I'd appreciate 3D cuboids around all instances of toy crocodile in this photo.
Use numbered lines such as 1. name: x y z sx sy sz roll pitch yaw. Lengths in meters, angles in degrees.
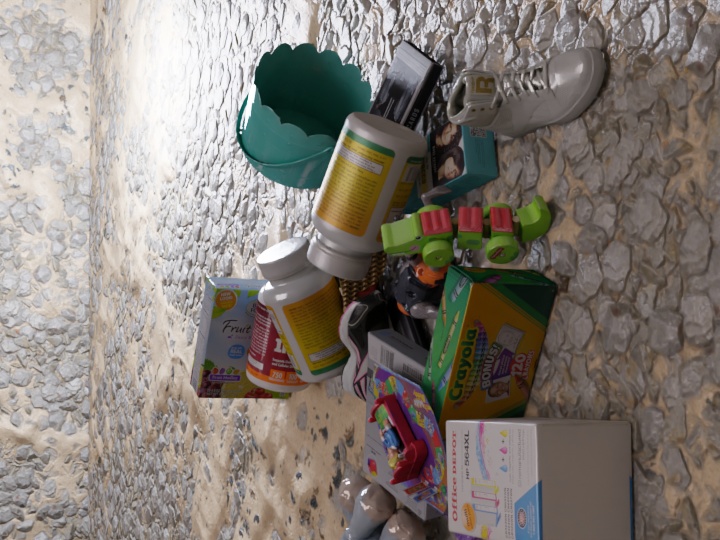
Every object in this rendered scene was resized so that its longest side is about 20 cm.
1. toy crocodile: 0.123 -0.049 1.326 0.062 0.198 0.068 83 -175 -55

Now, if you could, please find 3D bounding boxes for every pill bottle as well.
1. pill bottle: 0.002 -0.095 1.483 0.113 0.112 0.201 47 121 55
2. pill bottle: -0.079 0.057 1.696 0.113 0.112 0.201 16 133 63
3. pill bottle: -0.120 0.089 1.860 0.113 0.112 0.201 36 120 59

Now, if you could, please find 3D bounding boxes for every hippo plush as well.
1. hippo plush: -0.016 0.382 1.516 0.160 0.161 0.200 58 153 -14

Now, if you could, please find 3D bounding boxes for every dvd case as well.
1. dvd case: 0.045 -0.214 1.589 0.201 0.025 0.150 -64 22 15

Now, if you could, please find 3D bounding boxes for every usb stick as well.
1. usb stick: 0.075 0.107 1.561 0.056 0.032 0.201 111 149 -47

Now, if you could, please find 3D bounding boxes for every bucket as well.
1. bucket: -0.089 -0.235 1.746 0.135 0.206 0.208 117 145 -46

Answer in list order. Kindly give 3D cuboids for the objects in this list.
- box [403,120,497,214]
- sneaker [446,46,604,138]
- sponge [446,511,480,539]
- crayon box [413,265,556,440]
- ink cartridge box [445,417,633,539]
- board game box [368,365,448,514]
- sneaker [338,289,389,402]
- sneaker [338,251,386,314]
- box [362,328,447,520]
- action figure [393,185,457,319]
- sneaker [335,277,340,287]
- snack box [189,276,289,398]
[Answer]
1. box: 0.106 -0.137 1.503 0.200 0.049 0.083 -26 65 61
2. sneaker: 0.179 -0.204 1.294 0.200 0.115 0.074 -28 61 58
3. sponge: 0.121 0.237 1.426 0.201 0.030 0.112 64 144 27
4. crayon box: 0.145 0.097 1.326 0.058 0.118 0.201 41 123 57
5. ink cartridge box: 0.183 0.226 1.230 0.200 0.124 0.130 -13 76 62
6. board game box: 0.043 0.206 1.363 0.200 0.039 0.159 -161 59 -65
7. sneaker: 0.027 0.117 1.599 0.086 0.080 0.201 38 147 34
8. sneaker: 0.000 0.000 1.638 0.090 0.074 0.201 -97 8 -57
9. box: 0.060 0.194 1.448 0.156 0.041 0.201 27 119 55
10. action figure: 0.079 -0.019 1.474 0.194 0.104 0.201 98 162 -47
11. sneaker: -0.016 -0.060 1.710 0.200 0.074 0.107 -45 49 55
12. snack box: -0.193 0.117 1.940 0.068 0.168 0.201 -143 59 -60
